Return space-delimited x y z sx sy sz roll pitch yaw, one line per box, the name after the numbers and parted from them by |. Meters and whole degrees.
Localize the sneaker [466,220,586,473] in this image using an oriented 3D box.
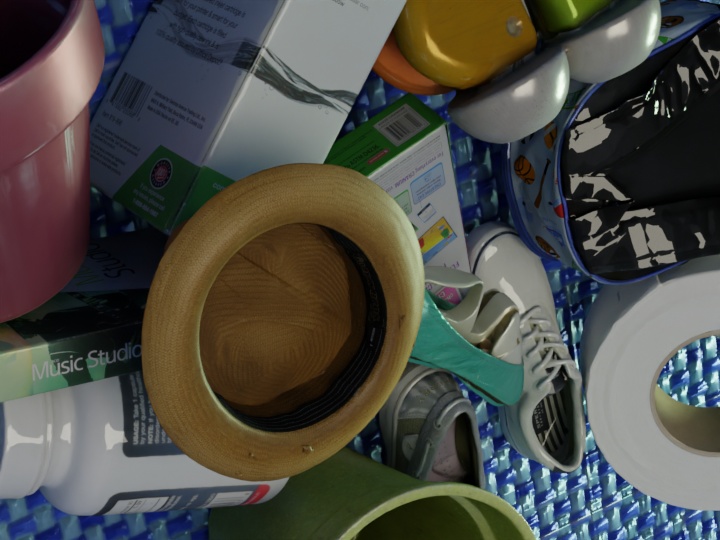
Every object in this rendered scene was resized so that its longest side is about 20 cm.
0.126 0.057 1.525 0.073 0.071 0.201 -31 121 -19 | sneaker

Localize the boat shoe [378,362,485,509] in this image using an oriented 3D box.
0.058 0.150 1.504 0.074 0.065 0.203 -26 135 -23 | boat shoe

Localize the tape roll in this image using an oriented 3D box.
0.261 0.074 1.553 0.200 0.071 0.204 1 117 2 | tape roll

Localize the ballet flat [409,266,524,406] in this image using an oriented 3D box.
0.069 0.040 1.415 0.070 0.067 0.200 -46 144 13 | ballet flat

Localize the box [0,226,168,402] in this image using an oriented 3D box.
-0.172 0.024 1.278 0.199 0.144 0.037 -14 115 -28 | box

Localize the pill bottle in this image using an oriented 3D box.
-0.148 0.093 1.334 0.198 0.119 0.121 0 107 -32 | pill bottle

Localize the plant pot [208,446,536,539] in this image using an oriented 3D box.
-0.008 0.202 1.423 0.199 0.184 0.202 -12 114 -28 | plant pot

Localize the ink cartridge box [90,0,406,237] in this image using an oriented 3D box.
-0.075 -0.117 1.288 0.083 0.146 0.201 26 93 -37 | ink cartridge box

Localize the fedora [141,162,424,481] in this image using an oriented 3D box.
-0.056 0.021 1.212 0.199 0.082 0.202 -17 120 -32 | fedora

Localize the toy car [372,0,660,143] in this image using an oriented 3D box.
0.083 -0.184 1.362 0.199 0.150 0.176 -33 102 -26 | toy car

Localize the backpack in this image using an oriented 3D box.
0.187 -0.088 1.464 0.190 0.153 0.202 -27 114 -31 | backpack

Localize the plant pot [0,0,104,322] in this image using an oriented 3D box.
-0.233 -0.074 1.189 0.199 0.200 0.180 -29 136 -20 | plant pot

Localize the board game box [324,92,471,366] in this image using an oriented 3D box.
0.000 0.000 1.403 0.152 0.040 0.201 -34 142 -18 | board game box

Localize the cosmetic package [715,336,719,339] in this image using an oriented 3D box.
0.312 -0.047 1.599 0.107 0.085 0.202 -25 118 -25 | cosmetic package
